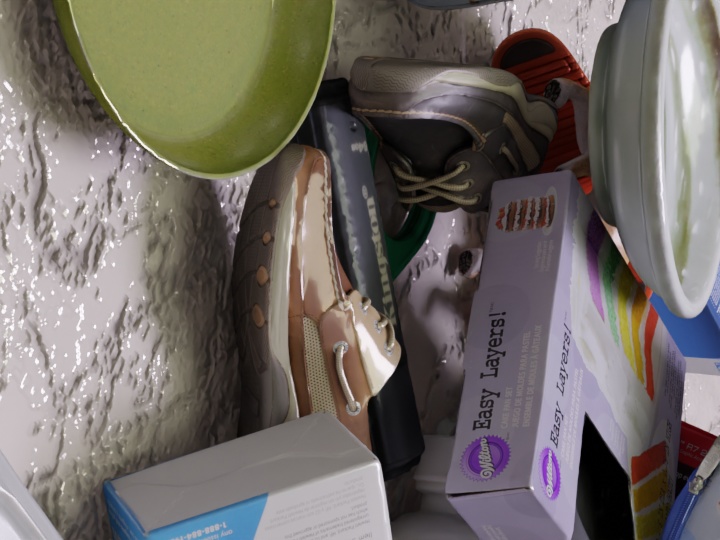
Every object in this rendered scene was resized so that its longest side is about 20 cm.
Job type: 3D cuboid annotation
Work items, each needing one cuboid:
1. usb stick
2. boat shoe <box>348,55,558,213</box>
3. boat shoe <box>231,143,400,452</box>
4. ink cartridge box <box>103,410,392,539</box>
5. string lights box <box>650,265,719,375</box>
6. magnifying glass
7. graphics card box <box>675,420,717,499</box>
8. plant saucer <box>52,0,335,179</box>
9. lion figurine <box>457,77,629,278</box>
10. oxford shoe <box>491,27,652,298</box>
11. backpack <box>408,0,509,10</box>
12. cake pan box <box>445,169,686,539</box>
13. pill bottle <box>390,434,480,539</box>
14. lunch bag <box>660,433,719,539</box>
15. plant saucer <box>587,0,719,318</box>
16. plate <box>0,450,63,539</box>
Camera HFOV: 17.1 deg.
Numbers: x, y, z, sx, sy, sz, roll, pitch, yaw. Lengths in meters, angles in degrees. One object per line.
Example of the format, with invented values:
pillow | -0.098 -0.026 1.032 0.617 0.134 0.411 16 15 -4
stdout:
usb stick | -0.003 0.005 1.197 0.055 0.032 0.201 -18 98 -60
boat shoe | 0.051 -0.065 1.235 0.200 0.074 0.074 12 85 -63
boat shoe | -0.020 0.036 1.143 0.076 0.071 0.201 -129 -142 -66
ink cartridge box | -0.040 0.180 1.104 0.114 0.068 0.201 -16 112 -19
string lights box | 0.214 -0.024 1.578 0.200 0.059 0.103 53 49 -49
magnifying glass | 0.000 0.000 1.250 0.080 0.022 0.201 54 47 -49
graphics card box | 0.129 0.171 1.345 0.051 0.125 0.201 29 85 -58
plant saucer | -0.079 -0.140 1.064 0.200 0.031 0.201 2 88 -56
lion figurine | 0.131 -0.019 1.366 0.122 0.073 0.201 13 120 -35
oxford shoe | 0.120 -0.066 1.421 0.073 0.071 0.201 -92 164 -55
backpack | 0.071 -0.232 1.196 0.154 0.199 0.191 -51 123 -46
cake pan box | 0.109 0.081 1.223 0.184 0.052 0.201 52 38 -42
pill bottle | 0.057 0.194 1.280 0.113 0.112 0.201 24 73 -59
lunch bag | 0.225 0.139 1.283 0.161 0.075 0.200 -55 148 -17
plant saucer | 0.154 -0.076 1.254 0.200 0.050 0.202 1 90 -71
plate | -0.164 0.177 0.974 0.201 0.032 0.200 -64 144 -33
